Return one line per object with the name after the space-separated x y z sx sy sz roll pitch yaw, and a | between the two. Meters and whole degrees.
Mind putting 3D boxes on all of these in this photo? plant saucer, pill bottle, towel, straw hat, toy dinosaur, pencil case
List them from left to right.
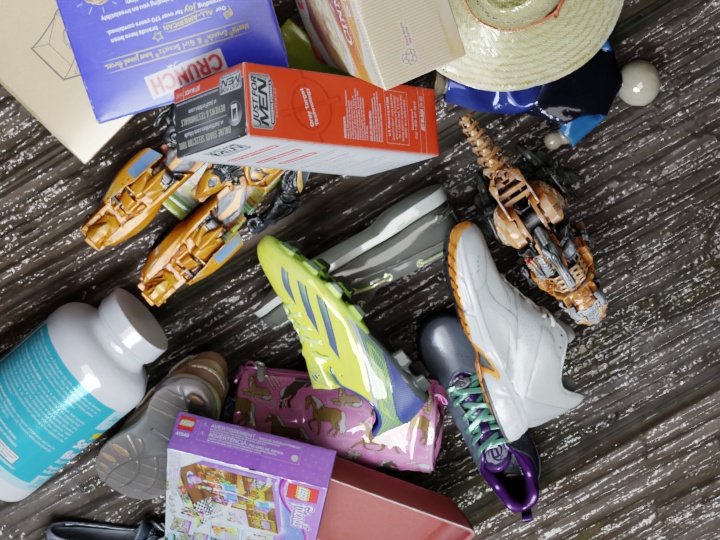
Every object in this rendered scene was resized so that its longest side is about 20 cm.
-0.266 0.105 1.423 0.200 0.111 0.111 -39 106 11 | pill bottle
-0.094 -0.116 1.406 0.086 0.018 0.200 38 103 -14 | towel
-0.021 0.132 1.443 0.198 0.083 0.087 5 151 7 | pencil case
-0.017 0.225 1.466 0.198 0.037 0.200 21 147 -9 | plant saucer
0.130 -0.243 1.310 0.199 0.085 0.203 0 91 -3 | straw hat
0.151 -0.049 1.377 0.101 0.136 0.202 -13 109 3 | toy dinosaur

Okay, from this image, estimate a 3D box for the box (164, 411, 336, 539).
-0.099 0.198 1.389 0.135 0.039 0.201 14 147 1 | box

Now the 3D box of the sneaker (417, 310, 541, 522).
0.117 0.131 1.461 0.074 0.088 0.201 -28 108 7 | sneaker

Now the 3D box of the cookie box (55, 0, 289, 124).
-0.165 -0.242 1.306 0.170 0.075 0.202 -15 108 3 | cookie box

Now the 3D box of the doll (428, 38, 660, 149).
0.162 -0.174 1.381 0.198 0.048 0.138 8 101 -5 | doll

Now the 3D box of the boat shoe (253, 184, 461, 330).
0.000 0.001 1.421 0.201 0.072 0.061 -32 102 4 | boat shoe

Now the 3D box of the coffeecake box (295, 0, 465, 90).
-0.003 -0.238 1.268 0.073 0.200 0.155 -23 109 -10 | coffeecake box

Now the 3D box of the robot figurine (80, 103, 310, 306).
-0.136 -0.069 1.381 0.200 0.058 0.145 -43 105 11 | robot figurine

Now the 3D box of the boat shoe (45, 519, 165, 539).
-0.198 0.268 1.507 0.198 0.072 0.068 6 110 3 | boat shoe

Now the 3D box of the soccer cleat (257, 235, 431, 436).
-0.026 0.057 1.360 0.084 0.065 0.200 -42 98 8 | soccer cleat

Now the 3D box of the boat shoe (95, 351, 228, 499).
-0.172 0.140 1.445 0.076 0.072 0.200 39 133 -10 | boat shoe

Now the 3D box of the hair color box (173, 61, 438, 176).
-0.042 -0.120 1.307 0.199 0.101 0.062 2 81 -41 | hair color box

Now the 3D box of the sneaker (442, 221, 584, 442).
0.134 0.043 1.394 0.091 0.076 0.202 -20 110 -1 | sneaker

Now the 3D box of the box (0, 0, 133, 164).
-0.225 -0.216 1.364 0.200 0.021 0.163 -43 106 12 | box
